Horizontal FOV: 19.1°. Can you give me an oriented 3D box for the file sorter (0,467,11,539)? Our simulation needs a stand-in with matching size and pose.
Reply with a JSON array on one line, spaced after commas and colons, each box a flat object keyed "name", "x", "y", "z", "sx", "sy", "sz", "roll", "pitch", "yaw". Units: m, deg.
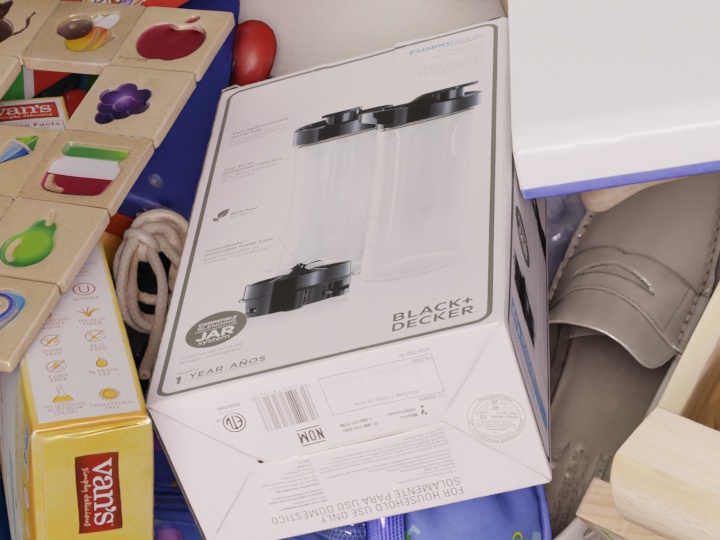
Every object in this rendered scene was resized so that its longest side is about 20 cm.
[{"name": "file sorter", "x": -0.189, "y": 0.087, "z": 0.756, "sx": 0.122, "sy": 0.139, "sz": 0.202, "roll": -16, "pitch": 89, "yaw": -5}]

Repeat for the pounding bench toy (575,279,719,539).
[{"name": "pounding bench toy", "x": 0.160, "y": 0.038, "z": 0.671, "sx": 0.124, "sy": 0.200, "sz": 0.157, "roll": 23, "pitch": 81, "yaw": 30}]

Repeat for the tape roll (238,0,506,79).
[{"name": "tape roll", "x": 0.016, "y": -0.159, "z": 0.912, "sx": 0.201, "sy": 0.037, "sz": 0.205, "roll": -9, "pitch": 67, "yaw": 21}]

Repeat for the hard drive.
[{"name": "hard drive", "x": 0.149, "y": -0.085, "z": 0.713, "sx": 0.198, "sy": 0.026, "sz": 0.133, "roll": -8, "pitch": 38, "yaw": 9}]

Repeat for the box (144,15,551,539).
[{"name": "box", "x": 0.003, "y": -0.003, "z": 0.714, "sx": 0.116, "sy": 0.061, "sz": 0.201, "roll": -14, "pitch": 31, "yaw": 12}]

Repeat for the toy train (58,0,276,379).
[{"name": "toy train", "x": -0.099, "y": -0.017, "z": 0.844, "sx": 0.116, "sy": 0.084, "sz": 0.201, "roll": -47, "pitch": 30, "yaw": 47}]

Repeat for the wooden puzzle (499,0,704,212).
[{"name": "wooden puzzle", "x": 0.156, "y": -0.102, "z": 0.783, "sx": 0.198, "sy": 0.037, "sz": 0.186, "roll": -16, "pitch": 42, "yaw": 1}]

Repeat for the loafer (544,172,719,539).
[{"name": "loafer", "x": 0.096, "y": 0.025, "z": 0.780, "sx": 0.069, "sy": 0.070, "sz": 0.202, "roll": 9, "pitch": 73, "yaw": 26}]

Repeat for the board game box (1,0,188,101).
[{"name": "board game box", "x": -0.152, "y": -0.127, "z": 0.822, "sx": 0.199, "sy": 0.041, "sz": 0.153, "roll": -35, "pitch": 52, "yaw": -21}]

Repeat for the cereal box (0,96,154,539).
[{"name": "cereal box", "x": -0.099, "y": 0.051, "z": 0.705, "sx": 0.039, "sy": 0.145, "sz": 0.200, "roll": -6, "pitch": 32, "yaw": -13}]

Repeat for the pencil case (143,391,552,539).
[{"name": "pencil case", "x": -0.024, "y": 0.084, "z": 0.764, "sx": 0.199, "sy": 0.086, "sz": 0.079, "roll": 1, "pitch": 95, "yaw": 52}]

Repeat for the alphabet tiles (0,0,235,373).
[{"name": "alphabet tiles", "x": -0.161, "y": -0.039, "z": 0.697, "sx": 0.198, "sy": 0.008, "sz": 0.168, "roll": 7, "pitch": 45, "yaw": 22}]
